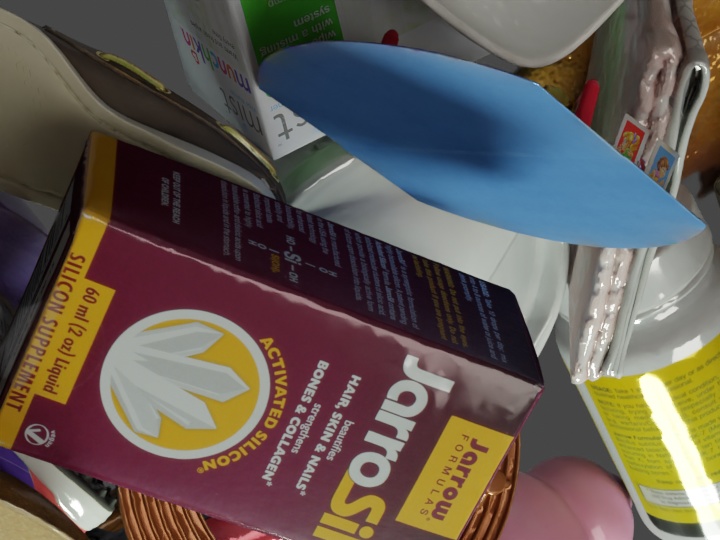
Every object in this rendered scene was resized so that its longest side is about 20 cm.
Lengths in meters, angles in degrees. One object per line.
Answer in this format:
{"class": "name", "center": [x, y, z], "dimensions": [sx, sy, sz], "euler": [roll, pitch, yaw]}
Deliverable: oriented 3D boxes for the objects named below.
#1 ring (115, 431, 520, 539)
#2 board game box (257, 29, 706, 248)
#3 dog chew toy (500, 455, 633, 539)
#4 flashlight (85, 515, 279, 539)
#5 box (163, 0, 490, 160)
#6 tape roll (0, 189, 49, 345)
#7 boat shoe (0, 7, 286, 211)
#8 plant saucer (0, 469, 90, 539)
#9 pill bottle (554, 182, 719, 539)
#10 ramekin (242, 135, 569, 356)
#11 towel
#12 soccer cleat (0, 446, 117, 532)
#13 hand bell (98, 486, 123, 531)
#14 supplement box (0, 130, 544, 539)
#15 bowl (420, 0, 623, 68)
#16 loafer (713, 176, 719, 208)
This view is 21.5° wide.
{"class": "ring", "center": [-0.014, 0.083, 0.870], "dimensions": [0.199, 0.019, 0.202], "euler": [0, 90, -21]}
{"class": "board game box", "center": [0.054, -0.067, 0.807], "dimensions": [0.200, 0.158, 0.039], "euler": [33, 71, -43]}
{"class": "dog chew toy", "center": [0.079, 0.175, 1.114], "dimensions": [0.199, 0.124, 0.125], "euler": [-26, 130, -27]}
{"class": "flashlight", "center": [-0.063, 0.133, 0.899], "dimensions": [0.199, 0.068, 0.068], "euler": [-24, 103, -18]}
{"class": "box", "center": [0.004, -0.178, 0.857], "dimensions": [0.199, 0.097, 0.177], "euler": [-27, 127, -18]}
{"class": "tape roll", "center": [-0.224, 0.037, 0.848], "dimensions": [0.199, 0.085, 0.201], "euler": [-16, 125, -24]}
{"class": "boat shoe", "center": [-0.121, -0.064, 0.829], "dimensions": [0.199, 0.060, 0.072], "euler": [30, 109, -3]}
{"class": "plant saucer", "center": [-0.190, 0.126, 0.795], "dimensions": [0.199, 0.036, 0.201], "euler": [3, 139, 3]}
{"class": "pill bottle", "center": [0.180, 0.053, 1.090], "dimensions": [0.114, 0.114, 0.200], "euler": [-35, 120, -10]}
{"class": "ramekin", "center": [0.000, 0.000, 0.965], "dimensions": [0.202, 0.094, 0.203], "euler": [-16, 125, -24]}
{"class": "towel", "center": [0.133, -0.075, 0.939], "dimensions": [0.032, 0.191, 0.201], "euler": [8, 129, -1]}
{"class": "soccer cleat", "center": [-0.183, 0.070, 0.797], "dimensions": [0.073, 0.068, 0.200], "euler": [-43, 135, -1]}
{"class": "hand bell", "center": [-0.136, 0.126, 0.953], "dimensions": [0.199, 0.104, 0.104], "euler": [-28, 130, -18]}
{"class": "supplement box", "center": [-0.040, 0.038, 0.782], "dimensions": [0.199, 0.086, 0.111], "euler": [21, 112, -15]}
{"class": "bowl", "center": [0.063, -0.204, 0.767], "dimensions": [0.200, 0.075, 0.200], "euler": [-51, 131, 1]}
{"class": "loafer", "center": [0.237, -0.039, 1.118], "dimensions": [0.069, 0.070, 0.201], "euler": [-2, 114, -23]}
